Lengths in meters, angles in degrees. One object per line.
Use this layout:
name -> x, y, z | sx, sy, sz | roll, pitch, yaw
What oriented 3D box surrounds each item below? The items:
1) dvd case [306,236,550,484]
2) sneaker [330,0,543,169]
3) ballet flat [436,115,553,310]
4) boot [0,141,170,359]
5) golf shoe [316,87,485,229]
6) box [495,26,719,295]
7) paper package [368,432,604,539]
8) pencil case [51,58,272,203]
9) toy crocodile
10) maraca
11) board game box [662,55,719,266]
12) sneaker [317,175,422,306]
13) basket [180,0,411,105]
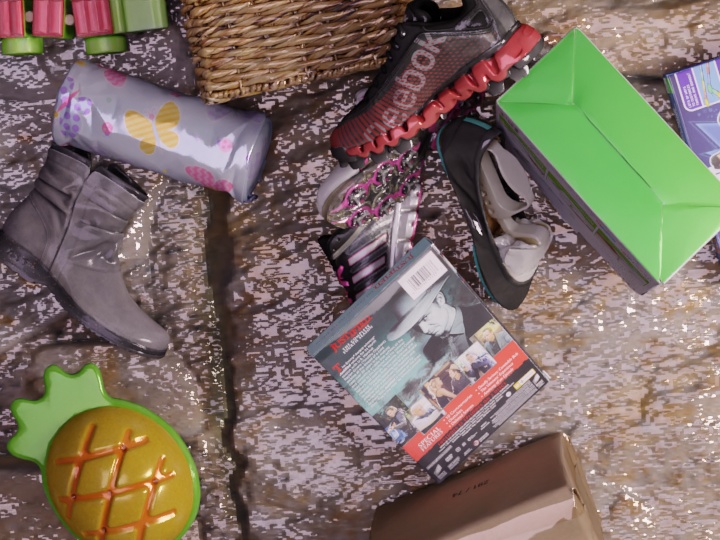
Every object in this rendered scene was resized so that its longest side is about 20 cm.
dvd case -> 0.064, 0.085, 1.337 | 0.146, 0.022, 0.200 | -43, 122, 1
sneaker -> 0.045, -0.160, 1.199 | 0.199, 0.071, 0.098 | -32, 102, 24
ballet flat -> 0.125, -0.044, 1.308 | 0.068, 0.068, 0.201 | 5, 132, 40
boot -> -0.233, -0.020, 1.377 | 0.199, 0.070, 0.132 | 36, 93, -5
golf shoe -> 0.021, -0.116, 1.314 | 0.092, 0.073, 0.200 | 32, 61, 25
box -> 0.210, -0.084, 1.263 | 0.097, 0.176, 0.200 | -42, 83, 2
paper package -> 0.113, 0.243, 1.320 | 0.198, 0.191, 0.104 | -23, 95, 8
pencil case -> -0.178, -0.126, 1.346 | 0.198, 0.091, 0.084 | 17, 94, 2
toy crocodile -> -0.273, -0.229, 1.353 | 0.197, 0.062, 0.068 | -2, 97, 4
maraca -> -0.236, 0.177, 1.378 | 0.137, 0.107, 0.200 | -43, 92, 1
board game box -> 0.365, -0.101, 1.337 | 0.134, 0.034, 0.202 | -17, 96, 7
sneaker -> 0.000, 0.000, 1.359 | 0.086, 0.074, 0.203 | 10, 93, 2
basket -> -0.052, -0.239, 1.293 | 0.197, 0.143, 0.151 | -12, 100, 8
